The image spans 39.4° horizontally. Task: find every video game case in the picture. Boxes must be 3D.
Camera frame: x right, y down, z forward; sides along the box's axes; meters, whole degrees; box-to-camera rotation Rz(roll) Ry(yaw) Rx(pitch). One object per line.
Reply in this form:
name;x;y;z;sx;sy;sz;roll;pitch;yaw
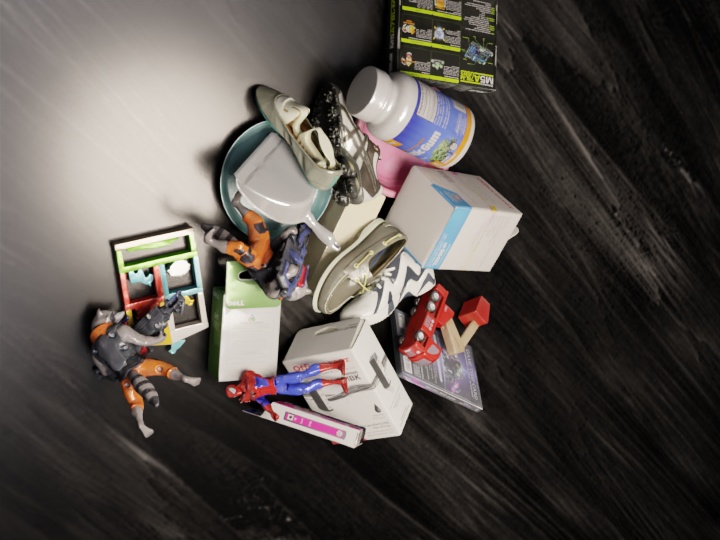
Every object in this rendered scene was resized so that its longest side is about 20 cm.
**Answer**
video game case;0.137;0.163;1.817;0.199;0.144;0.019;28;129;-32

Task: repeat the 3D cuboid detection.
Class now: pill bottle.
pill bottle;0.078;-0.248;1.608;0.199;0.112;0.113;20;95;-34

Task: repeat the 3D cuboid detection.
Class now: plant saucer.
plant saucer;-0.138;-0.148;1.637;0.198;0.027;0.202;-9;109;-26
plant saucer;0.069;-0.225;1.710;0.199;0.051;0.203;-8;107;-26

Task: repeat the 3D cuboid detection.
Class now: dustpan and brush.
dustpan and brush;-0.100;-0.107;1.577;0.199;0.057;0.140;38;46;-4

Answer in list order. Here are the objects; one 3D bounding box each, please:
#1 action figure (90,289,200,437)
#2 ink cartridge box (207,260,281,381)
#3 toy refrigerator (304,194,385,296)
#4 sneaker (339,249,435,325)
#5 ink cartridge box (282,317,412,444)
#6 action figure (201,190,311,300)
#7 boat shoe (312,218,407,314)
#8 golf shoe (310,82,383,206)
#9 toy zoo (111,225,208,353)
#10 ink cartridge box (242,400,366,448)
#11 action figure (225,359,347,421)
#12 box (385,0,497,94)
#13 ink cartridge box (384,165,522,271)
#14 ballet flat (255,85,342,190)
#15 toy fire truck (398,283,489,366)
action figure;-0.334;0.122;1.526;0.200;0.193;0.104;-50;164;10
ink cartridge box;-0.189;0.077;1.655;0.103;0.059;0.202;-1;102;-27
toy refrigerator;-0.038;-0.052;1.690;0.070;0.076;0.202;24;92;-31
sneaker;0.035;0.004;1.742;0.198;0.079;0.131;-26;114;-19
ink cartridge box;-0.021;0.192;1.722;0.201;0.143;0.084;62;33;-26
action figure;-0.148;-0.034;1.587;0.104;0.201;0.194;-31;111;29
boat shoe;0.000;-0.002;1.632;0.202;0.060;0.072;-49;150;-26
golf shoe;-0.019;-0.202;1.620;0.094;0.077;0.202;-6;82;-38
toy zoo;-0.315;0.039;1.602;0.130;0.020;0.202;-13;110;-24
ink cartridge box;-0.092;0.251;1.683;0.198;0.095;0.037;15;86;8
action figure;-0.121;0.198;1.610;0.198;0.099;0.066;-6;123;3
box;0.138;-0.403;1.671;0.198;0.047;0.196;2;90;-28
ink cartridge box;0.166;-0.085;1.721;0.199;0.129;0.126;4;124;-42
ballet flat;-0.091;-0.220;1.568;0.067;0.064;0.201;-24;79;-47
toy fire truck;0.152;0.103;1.797;0.141;0.049;0.201;43;50;-23
